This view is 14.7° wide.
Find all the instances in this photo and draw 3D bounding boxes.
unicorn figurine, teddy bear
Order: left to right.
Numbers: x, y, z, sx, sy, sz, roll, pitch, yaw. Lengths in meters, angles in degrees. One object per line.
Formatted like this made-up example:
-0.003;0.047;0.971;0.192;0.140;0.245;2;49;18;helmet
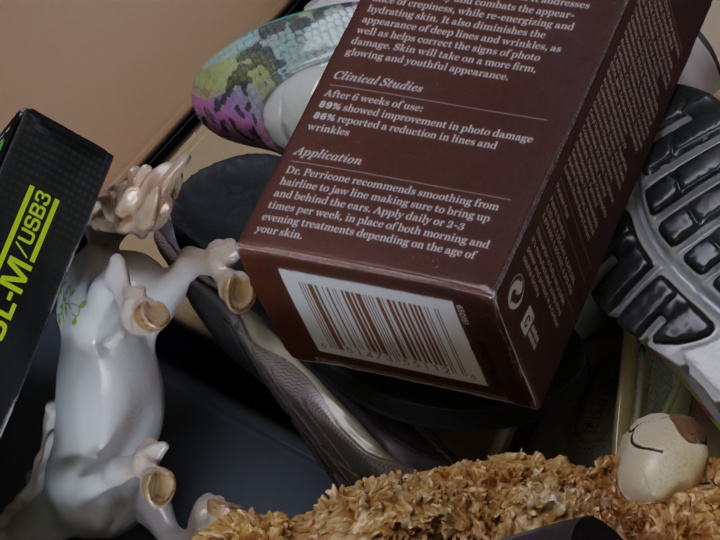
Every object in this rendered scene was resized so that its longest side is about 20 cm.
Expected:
-0.100;0.060;1.061;0.137;0.074;0.201;0;69;55;unicorn figurine
0.040;0.083;0.901;0.199;0.145;0.067;-7;78;14;teddy bear

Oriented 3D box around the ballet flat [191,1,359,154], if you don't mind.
0.025;-0.072;1.077;0.199;0.069;0.071;-13;49;15;ballet flat

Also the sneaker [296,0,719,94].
0.044;-0.068;1.138;0.199;0.075;0.087;4;59;27;sneaker

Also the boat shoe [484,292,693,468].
0.065;0.090;0.998;0.073;0.063;0.201;10;56;30;boat shoe

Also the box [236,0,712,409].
0.045;-0.058;0.972;0.100;0.075;0.200;11;60;26;box

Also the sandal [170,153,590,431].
-0.001;0.000;1.024;0.075;0.048;0.200;-35;46;-29;sandal

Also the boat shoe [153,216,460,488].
-0.009;0.023;1.081;0.073;0.075;0.200;-36;48;-8;boat shoe

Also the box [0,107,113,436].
-0.178;0.061;1.064;0.200;0.047;0.194;-41;23;52;box

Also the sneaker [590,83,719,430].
0.139;0.021;0.994;0.078;0.090;0.200;-33;62;9;sneaker

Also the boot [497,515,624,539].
0.031;0.177;0.858;0.200;0.188;0.069;-26;32;29;boot
